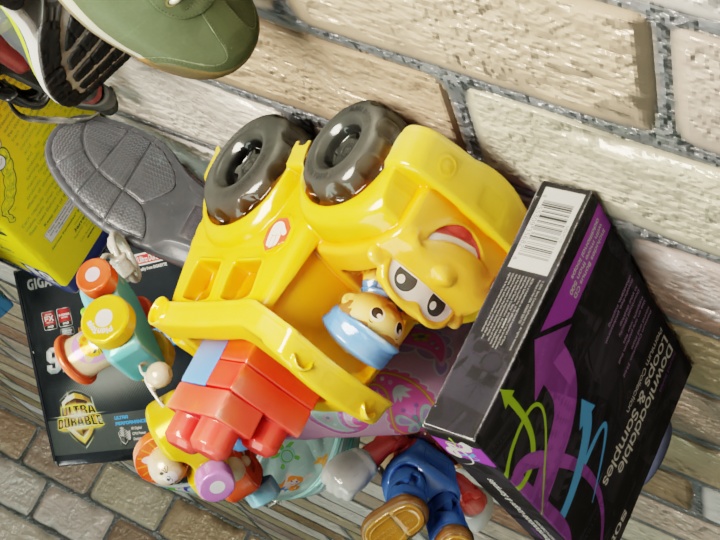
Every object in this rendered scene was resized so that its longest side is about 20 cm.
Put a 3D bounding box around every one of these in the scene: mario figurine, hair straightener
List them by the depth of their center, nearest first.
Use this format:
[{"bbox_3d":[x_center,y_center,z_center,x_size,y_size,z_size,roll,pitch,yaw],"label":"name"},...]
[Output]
[{"bbox_3d":[-0.212,-0.126,0.825,0.077,0.041,0.200,-4,170,22],"label":"hair straightener"},{"bbox_3d":[0.039,0.169,1.047,0.200,0.106,0.124,-79,-31,-70],"label":"mario figurine"}]

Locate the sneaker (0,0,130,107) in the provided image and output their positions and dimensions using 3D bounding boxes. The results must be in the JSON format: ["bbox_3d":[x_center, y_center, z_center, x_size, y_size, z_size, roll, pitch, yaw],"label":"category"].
[{"bbox_3d":[-0.175,-0.158,0.722,0.081,0.074,0.200,42,170,24],"label":"sneaker"}]

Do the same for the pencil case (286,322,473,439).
[{"bbox_3d":[0.020,0.066,0.894,0.199,0.088,0.087,-1,158,7],"label":"pencil case"}]

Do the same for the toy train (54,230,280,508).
[{"bbox_3d":[-0.123,0.079,0.852,0.200,0.055,0.150,58,-178,-10],"label":"toy train"}]

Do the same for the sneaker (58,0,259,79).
[{"bbox_3d":[-0.106,-0.152,0.596,0.200,0.067,0.090,43,164,-31],"label":"sneaker"}]

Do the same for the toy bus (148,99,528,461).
[{"bbox_3d":[-0.023,0.022,0.756,0.136,0.193,0.200,41,154,-31],"label":"toy bus"}]

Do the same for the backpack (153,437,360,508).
[{"bbox_3d":[-0.080,0.098,1.112,0.150,0.178,0.200,12,167,-29],"label":"backpack"}]

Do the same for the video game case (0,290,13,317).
[{"bbox_3d":[-0.333,-0.056,0.980,0.200,0.018,0.143,45,174,16],"label":"video game case"}]

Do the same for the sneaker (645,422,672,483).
[{"bbox_3d":[0.131,0.110,0.980,0.082,0.074,0.200,40,159,-27],"label":"sneaker"}]

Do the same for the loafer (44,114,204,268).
[{"bbox_3d":[-0.120,-0.031,0.917,0.199,0.072,0.063,30,161,12],"label":"loafer"}]

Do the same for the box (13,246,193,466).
[{"bbox_3d":[-0.169,0.060,1.043,0.199,0.160,0.046,-10,-178,40],"label":"box"}]

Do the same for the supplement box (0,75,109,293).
[{"bbox_3d":[-0.253,-0.087,0.956,0.109,0.110,0.200,20,161,28],"label":"supplement box"}]

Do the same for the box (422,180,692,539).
[{"bbox_3d":[0.115,0.066,0.751,0.036,0.143,0.200,15,159,35],"label":"box"}]
